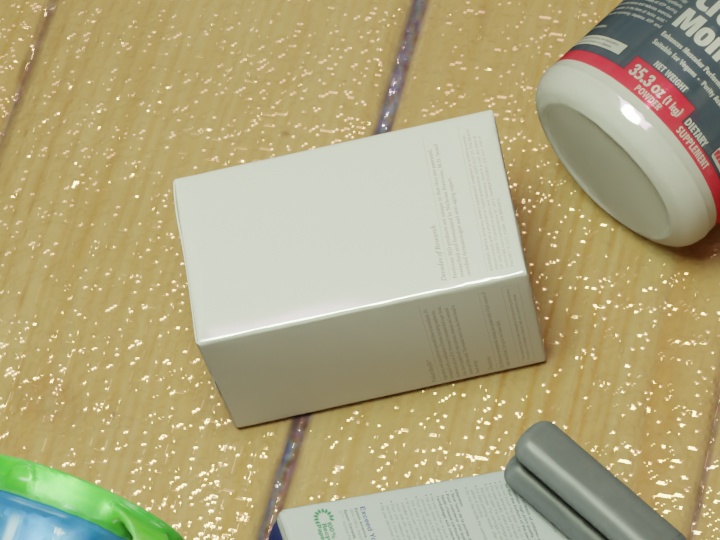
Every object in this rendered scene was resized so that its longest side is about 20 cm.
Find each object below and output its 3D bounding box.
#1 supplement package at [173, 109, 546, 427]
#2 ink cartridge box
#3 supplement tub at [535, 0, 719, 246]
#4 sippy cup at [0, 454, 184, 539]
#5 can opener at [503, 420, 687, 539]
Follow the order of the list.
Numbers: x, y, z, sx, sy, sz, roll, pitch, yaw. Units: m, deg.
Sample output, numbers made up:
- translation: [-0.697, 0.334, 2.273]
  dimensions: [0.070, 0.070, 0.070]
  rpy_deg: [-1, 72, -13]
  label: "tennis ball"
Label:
- translation: [0.000, 0.000, 1.613]
  dimensions: [0.200, 0.121, 0.120]
  rpy_deg: [-12, 61, 3]
  label: "supplement package"
- translation: [0.070, 0.212, 1.517]
  dimensions: [0.200, 0.043, 0.197]
  rpy_deg: [-7, 57, -22]
  label: "ink cartridge box"
- translation: [0.219, -0.125, 1.630]
  dimensions: [0.200, 0.140, 0.140]
  rpy_deg: [-43, 63, -13]
  label: "supplement tub"
- translation: [-0.180, 0.186, 1.453]
  dimensions: [0.139, 0.178, 0.131]
  rpy_deg: [22, 72, 0]
  label: "sippy cup"
- translation: [0.157, 0.168, 1.513]
  dimensions: [0.066, 0.053, 0.200]
  rpy_deg: [-32, 67, -34]
  label: "can opener"
